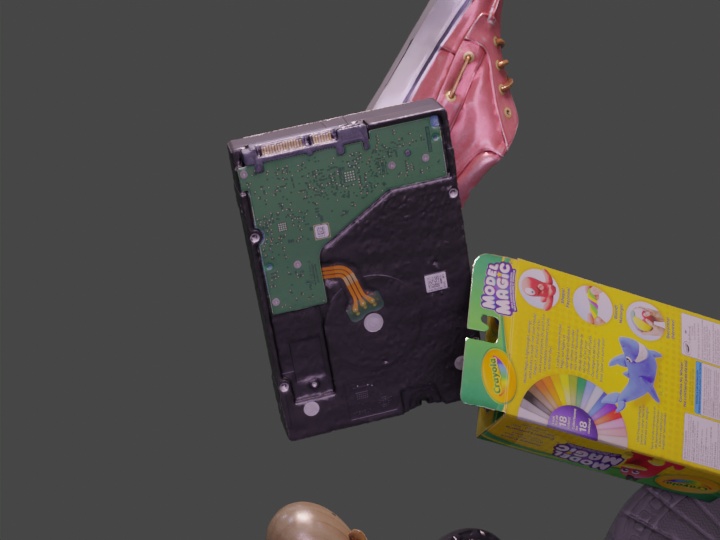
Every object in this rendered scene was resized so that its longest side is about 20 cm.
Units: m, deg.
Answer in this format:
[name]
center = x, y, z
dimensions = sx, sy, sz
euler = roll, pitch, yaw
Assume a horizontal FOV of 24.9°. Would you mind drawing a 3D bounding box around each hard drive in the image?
[hard drive]
center = 0.000, 0.000, 1.045
dimensions = 0.139, 0.038, 0.200
euler = -14, 112, -8

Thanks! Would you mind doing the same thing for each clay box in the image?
[clay box]
center = 0.153, 0.069, 1.059
dimensions = 0.200, 0.048, 0.115
euler = 17, 59, -14

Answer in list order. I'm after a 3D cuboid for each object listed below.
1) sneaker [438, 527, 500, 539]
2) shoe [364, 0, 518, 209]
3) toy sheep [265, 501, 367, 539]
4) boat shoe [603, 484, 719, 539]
[sneaker]
center = 0.064, 0.269, 1.056
dimensions = 0.072, 0.083, 0.200
euler = 9, 60, -19
[shoe]
center = 0.074, -0.134, 1.084
dimensions = 0.091, 0.071, 0.200
euler = 31, 88, -6
[toy sheep]
center = -0.027, 0.241, 1.017
dimensions = 0.138, 0.138, 0.200
euler = -6, 101, -8
[boat shoe]
center = 0.188, 0.206, 1.087
dimensions = 0.074, 0.065, 0.202
euler = 38, 76, 15
